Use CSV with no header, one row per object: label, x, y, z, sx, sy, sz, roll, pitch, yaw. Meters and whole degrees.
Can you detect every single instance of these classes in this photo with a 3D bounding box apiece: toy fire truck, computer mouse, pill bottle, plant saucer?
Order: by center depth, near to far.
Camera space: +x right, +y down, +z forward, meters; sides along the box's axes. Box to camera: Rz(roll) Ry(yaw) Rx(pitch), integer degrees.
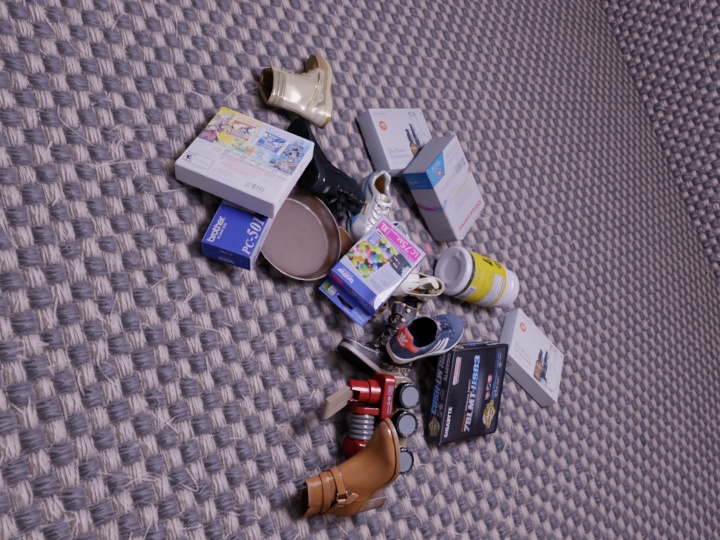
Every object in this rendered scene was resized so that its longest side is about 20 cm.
toy fire truck,0.004,0.275,1.227,0.195,0.128,0.181,9,85,-22
plant saucer,-0.127,-0.070,1.325,0.197,0.032,0.205,17,57,-28
computer mouse,0.100,-0.015,1.523,0.109,0.043,0.203,-34,102,-42
pill bottle,0.279,0.022,1.623,0.197,0.113,0.117,18,59,-37

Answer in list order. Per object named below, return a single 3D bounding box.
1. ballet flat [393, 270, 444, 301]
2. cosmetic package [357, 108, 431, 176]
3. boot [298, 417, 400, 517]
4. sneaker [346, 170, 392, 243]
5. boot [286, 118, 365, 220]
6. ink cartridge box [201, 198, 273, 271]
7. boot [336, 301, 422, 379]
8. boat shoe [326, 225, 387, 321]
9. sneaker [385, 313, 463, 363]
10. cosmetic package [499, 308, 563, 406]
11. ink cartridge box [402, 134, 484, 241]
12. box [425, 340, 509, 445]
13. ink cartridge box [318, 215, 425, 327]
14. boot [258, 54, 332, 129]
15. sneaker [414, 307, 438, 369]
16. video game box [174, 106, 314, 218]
ballet flat,0.110,0.021,1.424,0.198,0.061,0.069,11,66,-53
cosmetic package,0.096,-0.308,1.637,0.198,0.051,0.154,-14,79,-46
boot,-0.020,0.338,1.137,0.151,0.204,0.074,0,29,-23
sneaker,0.024,-0.124,1.472,0.076,0.080,0.205,22,58,-36
boot,-0.071,-0.208,1.425,0.161,0.073,0.201,24,35,-49
ink cartridge box,-0.205,-0.102,1.237,0.092,0.045,0.203,18,56,2
boot,0.050,0.134,1.351,0.198,0.072,0.153,33,71,-32
boat shoe,0.000,0.000,1.396,0.075,0.073,0.203,-27,91,-46
sneaker,0.142,0.118,1.319,0.197,0.085,0.076,-20,64,-40
cosmetic package,0.429,0.219,1.720,0.200,0.051,0.152,43,45,-21
ink cartridge box,0.200,-0.191,1.615,0.145,0.084,0.202,-49,123,-32
box,0.230,0.255,1.454,0.196,0.049,0.205,2,98,-45
ink cartridge box,0.024,0.000,1.335,0.119,0.042,0.200,41,67,5
boot,-0.139,-0.405,1.455,0.153,0.073,0.204,15,54,-29
sneaker,0.171,0.154,1.487,0.199,0.072,0.086,41,50,-20
video game box,-0.208,-0.201,1.246,0.196,0.047,0.184,22,52,6
